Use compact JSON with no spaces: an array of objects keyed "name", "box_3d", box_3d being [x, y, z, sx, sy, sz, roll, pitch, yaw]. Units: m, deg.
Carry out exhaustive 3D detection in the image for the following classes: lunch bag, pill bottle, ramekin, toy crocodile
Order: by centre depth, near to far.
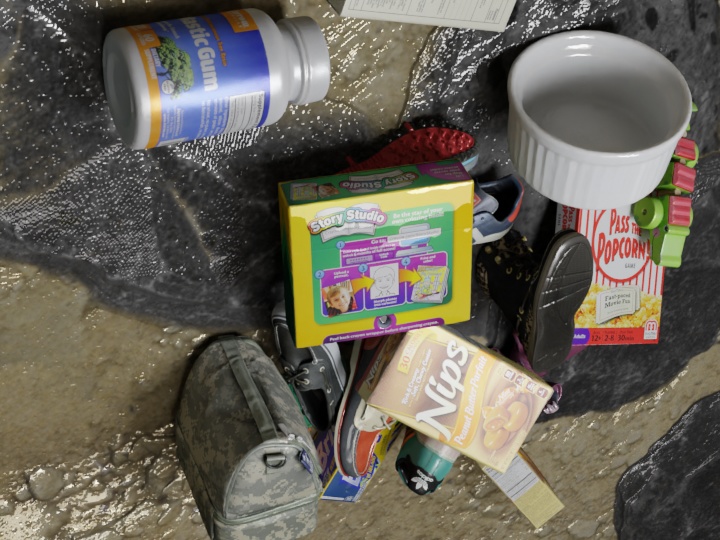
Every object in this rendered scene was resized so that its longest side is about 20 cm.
[{"name":"pill bottle","box_3d":[-0.133,-0.185,1.387,0.198,0.112,0.113,-14,133,-23]},{"name":"ramekin","box_3d":[0.252,-0.160,1.603,0.198,0.201,0.098,-17,141,-19]},{"name":"lunch bag","box_3d":[-0.125,0.192,1.656,0.138,0.201,0.169,-12,133,-17]},{"name":"toy crocodile","box_3d":[0.376,-0.105,1.774,0.067,0.061,0.203,10,82,-32]}]

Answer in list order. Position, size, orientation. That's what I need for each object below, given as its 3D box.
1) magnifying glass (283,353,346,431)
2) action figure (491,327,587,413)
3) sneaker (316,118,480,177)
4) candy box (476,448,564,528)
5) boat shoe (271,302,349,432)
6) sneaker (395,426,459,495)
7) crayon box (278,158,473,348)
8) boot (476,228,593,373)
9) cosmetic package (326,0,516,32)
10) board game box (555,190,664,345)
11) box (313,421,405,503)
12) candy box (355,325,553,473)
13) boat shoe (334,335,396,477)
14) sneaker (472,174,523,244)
[{"name":"magnifying glass","box_3d":[-0.067,0.173,1.809,0.079,0.022,0.202,-6,130,-29]},{"name":"action figure","box_3d":[0.217,0.106,1.905,0.201,0.133,0.149,-58,177,39]},{"name":"sneaker","box_3d":[0.039,-0.095,1.617,0.198,0.080,0.096,-22,145,-3]},{"name":"candy box","box_3d":[0.192,0.253,1.977,0.055,0.116,0.200,-39,137,3]},{"name":"boat shoe","box_3d":[-0.058,0.114,1.694,0.057,0.068,0.201,-62,147,-29]},{"name":"sneaker","box_3d":[0.076,0.230,1.838,0.080,0.071,0.200,-57,180,0]},{"name":"crayon box","box_3d":[0.017,-0.018,1.560,0.197,0.058,0.175,-8,121,-12]},{"name":"boot","box_3d":[0.202,0.003,1.739,0.072,0.151,0.202,-16,135,-19]},{"name":"cosmetic package","box_3d":[0.063,-0.301,1.442,0.198,0.073,0.104,0,126,-33]},{"name":"board game box","box_3d":[0.304,-0.012,1.805,0.150,0.046,0.203,0,97,-33]},{"name":"box","box_3d":[0.003,0.192,1.835,0.064,0.070,0.201,11,119,-36]},{"name":"candy box","box_3d":[0.108,0.136,1.687,0.199,0.055,0.116,28,95,-22]},{"name":"boat shoe","box_3d":[0.017,0.151,1.732,0.071,0.062,0.203,-7,110,-66]},{"name":"sneaker","box_3d":[0.104,-0.059,1.658,0.199,0.075,0.085,-28,160,-34]}]
